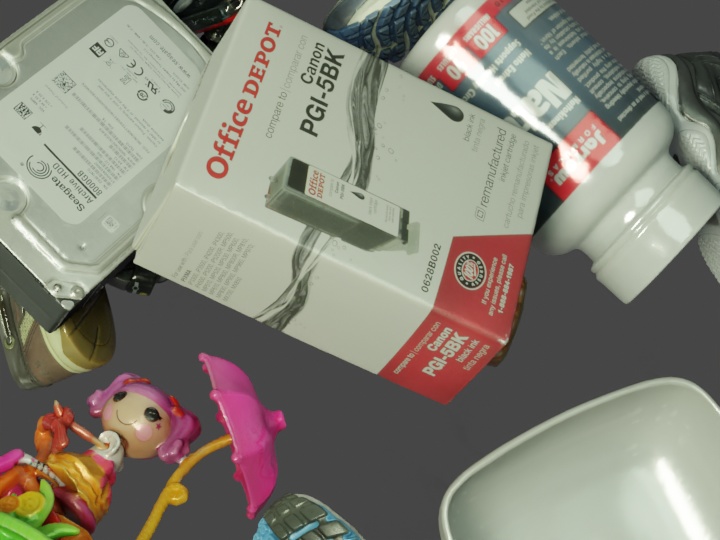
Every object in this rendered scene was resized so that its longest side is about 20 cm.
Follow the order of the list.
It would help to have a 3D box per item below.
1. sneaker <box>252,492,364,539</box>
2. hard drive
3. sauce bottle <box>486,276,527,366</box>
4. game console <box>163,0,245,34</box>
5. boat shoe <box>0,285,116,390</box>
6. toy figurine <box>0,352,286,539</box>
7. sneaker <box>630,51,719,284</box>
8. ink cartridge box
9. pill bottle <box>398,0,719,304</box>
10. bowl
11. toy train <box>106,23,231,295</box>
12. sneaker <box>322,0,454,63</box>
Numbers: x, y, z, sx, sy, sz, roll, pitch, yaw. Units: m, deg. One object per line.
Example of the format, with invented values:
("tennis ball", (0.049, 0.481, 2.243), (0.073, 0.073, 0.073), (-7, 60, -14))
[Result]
("sneaker", (0.014, 0.206, 0.938), (0.075, 0.087, 0.201), (-36, 90, 17))
("hard drive", (-0.155, -0.077, 0.956), (0.140, 0.038, 0.200), (46, 52, -2))
("sauce bottle", (0.000, 0.000, 1.017), (0.198, 0.066, 0.067), (17, 68, -6))
("game console", (-0.092, -0.252, 1.063), (0.119, 0.172, 0.201), (47, 66, -22))
("boat shoe", (-0.199, -0.026, 0.980), (0.064, 0.073, 0.202), (-26, 62, 17))
("toy figurine", (-0.131, 0.119, 0.933), (0.198, 0.151, 0.184), (25, 50, 24))
("sneaker", (0.264, -0.067, 1.092), (0.113, 0.076, 0.202), (-23, 74, -16))
("ink cartridge box", (-0.007, -0.039, 0.935), (0.198, 0.083, 0.148), (24, 54, -11))
("pill bottle", (0.123, -0.081, 1.043), (0.200, 0.120, 0.120), (44, 68, 5))
("bowl", (0.152, 0.181, 0.981), (0.198, 0.075, 0.201), (-22, 77, -18))
("toy train", (-0.104, -0.075, 1.038), (0.045, 0.034, 0.202), (23, 68, -7))
("sneaker", (0.033, -0.210, 1.104), (0.085, 0.077, 0.200), (39, 59, 14))
